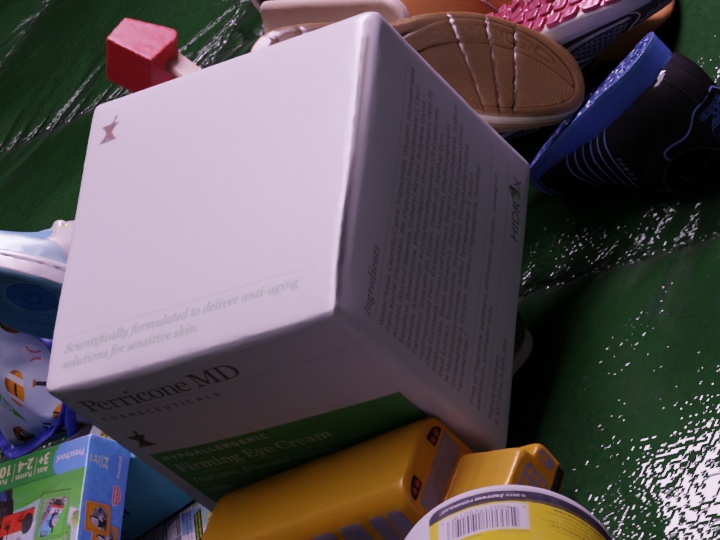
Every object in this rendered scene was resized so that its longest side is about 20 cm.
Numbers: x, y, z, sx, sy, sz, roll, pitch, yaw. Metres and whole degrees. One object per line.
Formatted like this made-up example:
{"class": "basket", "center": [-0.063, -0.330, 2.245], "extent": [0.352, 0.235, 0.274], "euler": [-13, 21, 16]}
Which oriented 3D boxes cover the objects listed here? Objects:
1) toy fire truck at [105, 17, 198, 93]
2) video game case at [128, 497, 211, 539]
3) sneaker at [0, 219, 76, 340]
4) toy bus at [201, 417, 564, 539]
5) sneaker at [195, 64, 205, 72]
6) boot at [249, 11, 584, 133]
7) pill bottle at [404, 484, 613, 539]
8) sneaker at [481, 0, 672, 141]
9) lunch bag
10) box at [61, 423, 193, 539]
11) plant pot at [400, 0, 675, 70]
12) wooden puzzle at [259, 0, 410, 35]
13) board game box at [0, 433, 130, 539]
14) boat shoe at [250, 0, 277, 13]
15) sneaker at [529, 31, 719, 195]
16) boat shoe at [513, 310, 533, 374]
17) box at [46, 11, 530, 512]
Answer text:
{"class": "toy fire truck", "center": [-0.118, -0.091, 1.921], "extent": [0.141, 0.200, 0.049], "euler": [-56, -16, -34]}
{"class": "video game case", "center": [-0.095, 0.142, 1.613], "extent": [0.182, 0.022, 0.200], "euler": [-46, 20, 14]}
{"class": "sneaker", "center": [-0.156, -0.023, 1.641], "extent": [0.080, 0.199, 0.131], "euler": [132, 147, -58]}
{"class": "toy bus", "center": [0.010, 0.135, 1.407], "extent": [0.200, 0.078, 0.065], "euler": [-24, 30, 39]}
{"class": "sneaker", "center": [-0.094, -0.095, 1.729], "extent": [0.074, 0.080, 0.200], "euler": [-23, 6, -40]}
{"class": "boot", "center": [0.024, -0.081, 1.583], "extent": [0.155, 0.199, 0.072], "euler": [105, 161, -56]}
{"class": "pill bottle", "center": [0.068, 0.191, 1.165], "extent": [0.112, 0.112, 0.200], "euler": [-34, 23, 18]}
{"class": "sneaker", "center": [0.119, -0.137, 1.613], "extent": [0.200, 0.075, 0.081], "euler": [-31, 30, 36]}
{"class": "lunch bag", "center": [-0.168, 0.035, 1.765], "extent": [0.170, 0.124, 0.200], "euler": [-35, 2, -27]}
{"class": "box", "center": [-0.147, 0.125, 1.650], "extent": [0.200, 0.049, 0.082], "euler": [-36, 25, 35]}
{"class": "plant pot", "center": [0.088, -0.187, 1.747], "extent": [0.140, 0.200, 0.200], "euler": [-49, 17, 29]}
{"class": "wooden puzzle", "center": [-0.028, -0.078, 1.738], "extent": [0.185, 0.037, 0.201], "euler": [7, 88, 60]}
{"class": "board game box", "center": [-0.206, 0.210, 1.586], "extent": [0.151, 0.037, 0.201], "euler": [-20, 57, 43]}
{"class": "boat shoe", "center": [-0.004, -0.172, 1.830], "extent": [0.072, 0.201, 0.061], "euler": [-53, 23, -4]}
{"class": "sneaker", "center": [0.160, -0.073, 1.568], "extent": [0.070, 0.078, 0.200], "euler": [-51, 2, -19]}
{"class": "boat shoe", "center": [0.047, 0.014, 1.595], "extent": [0.067, 0.057, 0.200], "euler": [-43, 22, -2]}
{"class": "box", "center": [-0.035, 0.001, 1.459], "extent": [0.199, 0.171, 0.201], "euler": [-16, 51, 31]}
